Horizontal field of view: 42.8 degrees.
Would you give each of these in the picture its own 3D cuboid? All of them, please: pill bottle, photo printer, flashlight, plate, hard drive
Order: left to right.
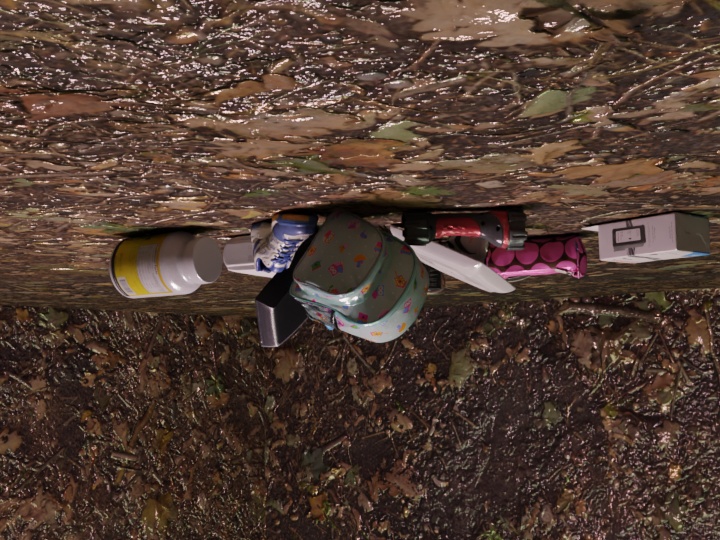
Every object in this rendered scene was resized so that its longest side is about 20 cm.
[{"bbox_3d":[-0.349,-0.011,1.657,0.197,0.114,0.111,-5,173,31],"label":"pill bottle"},{"bbox_3d":[-0.144,-0.025,1.766,0.164,0.071,0.199,-4,173,26],"label":"photo printer"},{"bbox_3d":[-0.112,0.036,1.636,0.042,0.200,0.136,23,140,22],"label":"hard drive"},{"bbox_3d":[0.164,-0.012,1.658,0.198,0.033,0.199,25,179,30],"label":"plate"},{"bbox_3d":[0.167,-0.064,1.479,0.196,0.069,0.068,-2,175,-3],"label":"flashlight"}]

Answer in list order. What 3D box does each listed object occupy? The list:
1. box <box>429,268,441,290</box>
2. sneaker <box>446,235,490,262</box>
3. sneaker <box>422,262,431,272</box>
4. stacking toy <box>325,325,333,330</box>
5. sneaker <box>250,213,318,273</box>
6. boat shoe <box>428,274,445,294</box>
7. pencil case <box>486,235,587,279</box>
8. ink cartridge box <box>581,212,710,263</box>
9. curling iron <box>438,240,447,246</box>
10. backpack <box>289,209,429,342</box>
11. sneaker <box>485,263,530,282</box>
[{"bbox_3d":[0.051,0.002,1.989,0.198,0.088,0.162,4,172,-41],"label":"box"},{"bbox_3d":[0.197,-0.054,1.657,0.079,0.075,0.200,13,171,8],"label":"sneaker"},{"bbox_3d":[0.066,-0.034,1.770,0.088,0.078,0.199,11,178,35],"label":"sneaker"},{"bbox_3d":[0.003,0.032,1.833,0.197,0.117,0.110,-16,130,21],"label":"stacking toy"},{"bbox_3d":[-0.124,-0.043,1.528,0.074,0.090,0.199,4,171,-26],"label":"sneaker"},{"bbox_3d":[0.124,0.040,2.426,0.196,0.076,0.073,1,174,-10],"label":"boat shoe"},{"bbox_3d":[0.348,-0.019,1.828,0.197,0.095,0.091,-6,142,26],"label":"pencil case"},{"bbox_3d":[0.510,-0.054,1.651,0.115,0.069,0.198,4,172,-39],"label":"ink cartridge box"},{"bbox_3d":[0.160,-0.047,1.848,0.049,0.026,0.198,-8,179,-44],"label":"curling iron"},{"bbox_3d":[0.003,0.012,1.457,0.198,0.177,0.154,25,161,24],"label":"backpack"},{"bbox_3d":[0.273,-0.009,1.934,0.197,0.076,0.106,-3,-178,26],"label":"sneaker"}]
